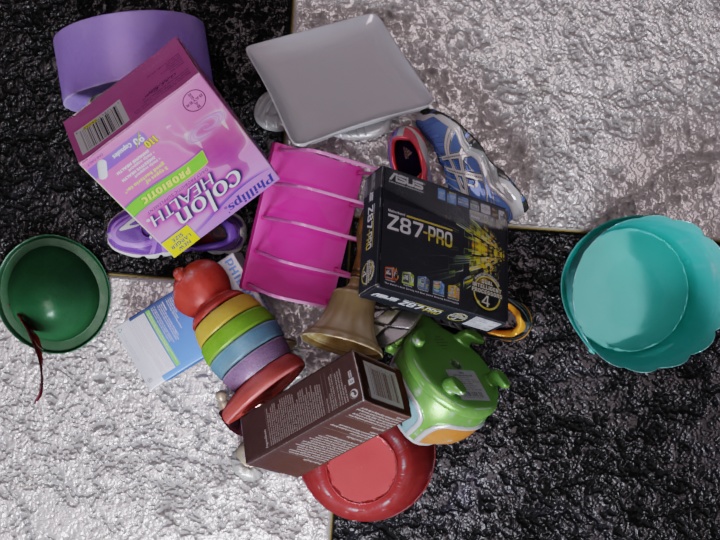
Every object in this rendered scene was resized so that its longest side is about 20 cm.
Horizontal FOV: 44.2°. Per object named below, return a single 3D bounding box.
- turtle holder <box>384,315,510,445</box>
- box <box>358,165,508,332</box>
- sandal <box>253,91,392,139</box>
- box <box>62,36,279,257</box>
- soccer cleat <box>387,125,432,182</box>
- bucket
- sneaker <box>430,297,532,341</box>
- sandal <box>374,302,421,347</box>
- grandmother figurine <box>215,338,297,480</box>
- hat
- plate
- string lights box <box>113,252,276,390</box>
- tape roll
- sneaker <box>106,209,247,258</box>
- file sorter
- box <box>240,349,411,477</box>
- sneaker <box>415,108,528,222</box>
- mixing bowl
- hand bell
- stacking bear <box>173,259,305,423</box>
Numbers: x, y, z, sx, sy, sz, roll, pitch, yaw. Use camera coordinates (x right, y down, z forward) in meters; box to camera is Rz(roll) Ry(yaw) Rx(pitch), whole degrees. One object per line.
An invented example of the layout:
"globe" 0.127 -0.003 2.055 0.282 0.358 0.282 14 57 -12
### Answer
"turtle holder" 0.088 0.143 1.161 0.185 0.141 0.132 42 122 15
"box" 0.095 -0.024 1.104 0.198 0.049 0.163 17 62 -26
"sandal" -0.049 -0.220 1.237 0.200 0.050 0.083 9 76 16
"box" -0.231 -0.148 1.105 0.175 0.200 0.097 -36 49 1
"soccer cleat" 0.077 -0.096 1.200 0.066 0.076 0.202 -10 101 16
"bucket" 0.364 0.027 1.167 0.205 0.135 0.210 0 90 3
"sneaker" 0.141 0.047 1.211 0.198 0.077 0.079 12 92 5
"sandal" 0.060 0.024 1.162 0.080 0.057 0.201 38 73 8
"grandmother figurine" -0.145 0.192 1.240 0.120 0.061 0.202 8 88 12
"hat" -0.438 0.042 1.195 0.199 0.176 0.166 34 92 3
"plate" -0.030 -0.252 1.184 0.198 0.032 0.201 -19 56 -14
"string lights box" -0.230 0.070 1.242 0.199 0.059 0.103 -31 89 3
"tape roll" -0.298 -0.271 1.173 0.198 0.200 0.086 -10 89 4
"sneaker" -0.259 -0.060 1.231 0.198 0.083 0.082 -2 90 5
"file sorter" -0.056 -0.053 1.172 0.138 0.125 0.202 13 91 -27
"box" -0.045 0.183 1.109 0.199 0.100 0.076 -34 52 26
"sneaker" 0.139 -0.137 1.209 0.077 0.076 0.200 -41 83 5
"mixing bowl" 0.004 0.255 1.206 0.198 0.108 0.203 0 90 4
"hand bell" 0.000 0.000 1.102 0.103 0.104 0.202 13 73 3
"stacking bear" -0.171 0.075 1.158 0.201 0.121 0.114 53 125 10
